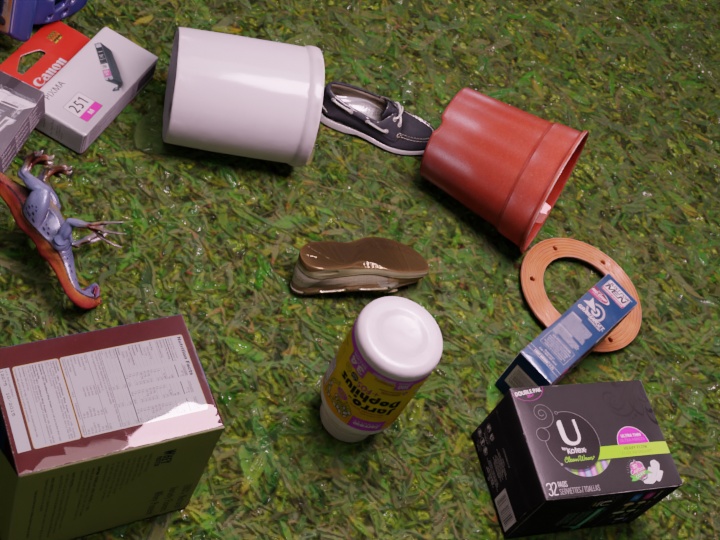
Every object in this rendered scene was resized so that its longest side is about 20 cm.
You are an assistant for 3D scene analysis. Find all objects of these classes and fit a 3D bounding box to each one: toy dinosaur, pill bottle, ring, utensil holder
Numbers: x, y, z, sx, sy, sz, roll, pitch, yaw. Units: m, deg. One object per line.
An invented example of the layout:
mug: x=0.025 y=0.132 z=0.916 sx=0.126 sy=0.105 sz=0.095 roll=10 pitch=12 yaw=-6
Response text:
toy dinosaur: x=-0.372 y=-0.041 z=1.222 sx=0.198 sy=0.105 sz=0.184 roll=-4 pitch=78 yaw=-2
pill bottle: x=0.015 y=0.125 z=1.188 sx=0.103 sy=0.201 sz=0.105 roll=11 pitch=52 yaw=-14
ring: x=0.326 y=0.037 z=1.508 sx=0.198 sy=0.019 sz=0.202 roll=12 pitch=53 yaw=-15
utensil holder: x=-0.166 y=-0.243 z=1.409 sx=0.198 sy=0.170 sz=0.171 roll=8 pitch=52 yaw=-16

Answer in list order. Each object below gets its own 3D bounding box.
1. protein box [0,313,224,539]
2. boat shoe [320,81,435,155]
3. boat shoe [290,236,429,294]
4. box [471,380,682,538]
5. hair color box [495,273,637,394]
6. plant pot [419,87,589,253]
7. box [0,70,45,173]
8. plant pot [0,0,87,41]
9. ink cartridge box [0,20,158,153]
protein box: x=-0.271 y=0.167 z=1.035 sx=0.198 sy=0.199 sz=0.136 roll=-10 pitch=59 yaw=-29
boat shoe: x=0.031 y=-0.234 z=1.555 sx=0.198 sy=0.061 sz=0.076 roll=12 pitch=51 yaw=-15
boat shoe: x=0.000 y=0.002 z=1.377 sx=0.199 sy=0.063 sz=0.073 roll=-3 pitch=44 yaw=-33
box: x=0.267 y=0.234 z=1.266 sx=0.198 sy=0.125 sz=0.150 roll=-1 pitch=56 yaw=-22
hair color box: x=0.280 y=0.098 z=1.373 sx=0.199 sy=0.100 sz=0.061 roll=-36 pitch=75 yaw=-30
plant pot: x=0.205 y=-0.161 z=1.502 sx=0.194 sy=0.202 sz=0.201 roll=30 pitch=49 yaw=12
box: x=-0.511 y=-0.172 z=1.261 sx=0.157 sy=0.050 sz=0.201 roll=26 pitch=61 yaw=-3
plant pot: x=-0.487 y=-0.449 z=1.393 sx=0.199 sy=0.201 sz=0.180 roll=29 pitch=44 yaw=-1
ink cartridge box: x=-0.406 y=-0.274 z=1.411 sx=0.173 sy=0.044 sz=0.201 roll=30 pitch=49 yaw=-1
